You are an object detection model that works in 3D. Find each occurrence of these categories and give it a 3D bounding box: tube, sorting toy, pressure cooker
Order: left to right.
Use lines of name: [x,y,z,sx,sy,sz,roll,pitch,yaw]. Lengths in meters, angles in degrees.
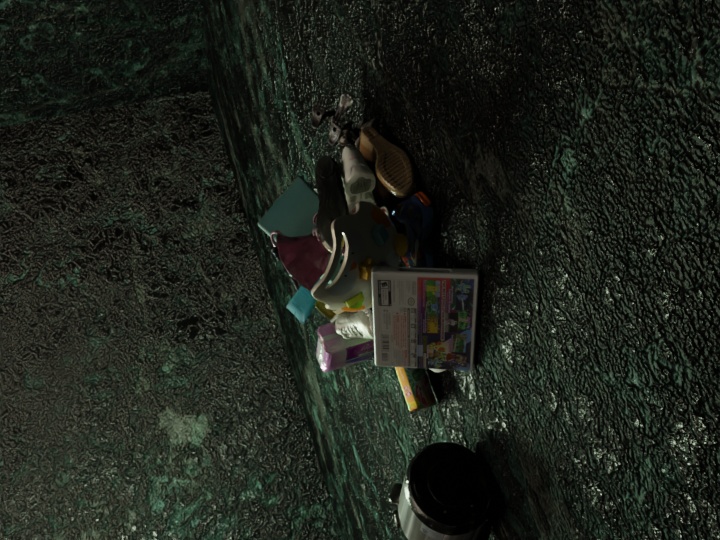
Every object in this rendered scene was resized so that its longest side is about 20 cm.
tube: [-0.094,0.020,1.517,0.050,0.202,0.077,35,180,-43]
sorting toy: [-0.015,-0.013,1.126,0.105,0.178,0.206,22,99,30]
pressure cooker: [0.154,0.447,1.269,0.203,0.174,0.178,95,152,-47]

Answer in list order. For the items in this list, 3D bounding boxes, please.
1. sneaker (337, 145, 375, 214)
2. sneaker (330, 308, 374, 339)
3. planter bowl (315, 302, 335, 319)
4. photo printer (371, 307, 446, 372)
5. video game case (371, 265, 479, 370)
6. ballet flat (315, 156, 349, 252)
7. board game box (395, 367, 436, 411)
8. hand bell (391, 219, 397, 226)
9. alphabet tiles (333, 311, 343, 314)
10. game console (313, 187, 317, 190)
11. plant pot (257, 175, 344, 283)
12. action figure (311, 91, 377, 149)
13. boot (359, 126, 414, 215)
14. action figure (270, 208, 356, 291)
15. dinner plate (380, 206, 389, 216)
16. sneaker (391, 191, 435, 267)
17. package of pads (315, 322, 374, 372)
sneaker: [-0.012,-0.173,1.319,0.201,0.075,0.102,107,150,-63]
sneaker: [-0.007,0.114,1.382,0.076,0.080,0.199,57,170,-15]
planter bowl: [-0.029,0.027,1.585,0.084,0.196,0.204,-52,49,37]
photo printer: [0.101,0.106,1.272,0.168,0.069,0.199,55,168,-15]
video game case: [0.109,0.084,1.136,0.023,0.176,0.205,-76,-14,-56]
ballet flat: [-0.048,-0.122,1.232,0.057,0.065,0.206,48,-149,-56]
board game box: [0.099,0.191,1.404,0.095,0.030,0.205,9,-124,-59]
hand bell: [0.030,-0.121,1.423,0.200,0.102,0.107,42,145,40]
alphabet tiles: [0.000,0.000,1.438,0.194,0.014,0.204,-29,33,47]
game console: [-0.052,-0.095,1.620,0.200,0.113,0.181,123,130,-69]
plant pot: [-0.092,-0.067,1.438,0.200,0.142,0.141,44,179,29]
action figure: [-0.022,-0.299,1.378,0.118,0.103,0.199,41,-166,15]
boot: [0.058,-0.170,1.312,0.169,0.071,0.202,77,168,-50]
action figure: [-0.068,-0.056,1.311,0.135,0.198,0.150,51,-177,-29]
dinner plate: [0.028,-0.023,1.298,0.200,0.024,0.207,-165,89,-79]
sneaker: [0.091,-0.047,1.241,0.076,0.076,0.206,-130,30,-56]
package of pads: [-0.005,0.156,1.519,0.122,0.194,0.077,102,150,-60]
